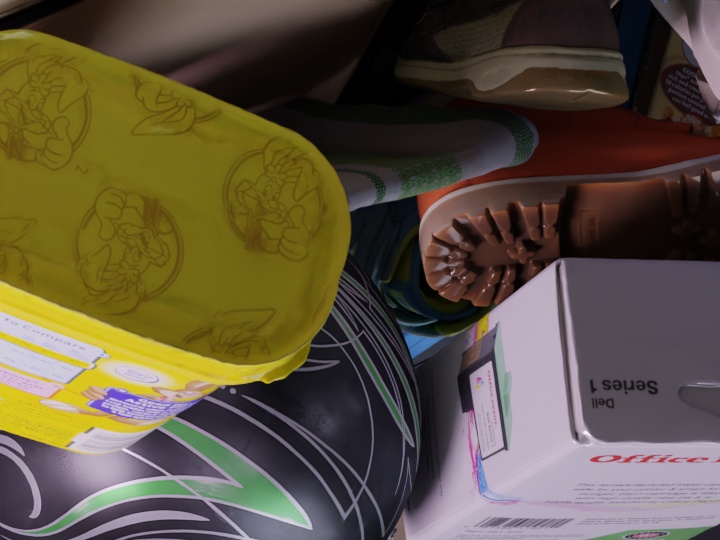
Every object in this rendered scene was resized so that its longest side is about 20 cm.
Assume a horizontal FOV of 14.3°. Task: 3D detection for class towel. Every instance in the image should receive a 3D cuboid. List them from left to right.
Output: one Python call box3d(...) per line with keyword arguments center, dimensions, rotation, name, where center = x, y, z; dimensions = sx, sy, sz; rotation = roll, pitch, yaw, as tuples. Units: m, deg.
box3d(center=(-0.042, -0.043, 1.180), dimensions=(0.149, 0.031, 0.199), rotation=(2, -167, 42), name="towel")

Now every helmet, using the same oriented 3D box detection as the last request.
box3d(center=(-0.071, 0.057, 1.283), dimensions=(0.190, 0.201, 0.200), rotation=(-11, 179, 22), name="helmet")

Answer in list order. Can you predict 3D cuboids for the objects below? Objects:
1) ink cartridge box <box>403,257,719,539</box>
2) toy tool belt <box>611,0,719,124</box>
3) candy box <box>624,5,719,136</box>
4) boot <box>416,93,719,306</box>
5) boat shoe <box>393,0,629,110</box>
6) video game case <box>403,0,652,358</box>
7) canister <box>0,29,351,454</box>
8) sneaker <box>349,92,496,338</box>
box3d(center=(0.117, 0.063, 1.276), dimensions=(0.144, 0.085, 0.200), rotation=(1, 162, -20), name="ink cartridge box")
box3d(center=(0.153, -0.134, 1.171), dimensions=(0.125, 0.123, 0.200), rotation=(-41, -175, 3), name="toy tool belt")
box3d(center=(0.133, -0.042, 1.426), dimensions=(0.115, 0.055, 0.201), rotation=(-36, -149, 58), name="candy box")
box3d(center=(0.121, -0.048, 1.270), dimensions=(0.199, 0.108, 0.075), rotation=(-2, 133, -6), name="boot")
box3d(center=(0.064, -0.100, 1.164), dimensions=(0.071, 0.066, 0.201), rotation=(6, -177, -13), name="boat shoe")
box3d(center=(0.076, -0.044, 1.465), dimensions=(0.018, 0.144, 0.200), rotation=(26, 150, -18), name="video game case")
box3d(center=(-0.105, -0.001, 1.005), dimensions=(0.148, 0.087, 0.200), rotation=(21, 161, -14), name="canister")
box3d(center=(0.000, 0.000, 1.413), dimensions=(0.200, 0.079, 0.131), rotation=(-39, -151, 25), name="sneaker")
